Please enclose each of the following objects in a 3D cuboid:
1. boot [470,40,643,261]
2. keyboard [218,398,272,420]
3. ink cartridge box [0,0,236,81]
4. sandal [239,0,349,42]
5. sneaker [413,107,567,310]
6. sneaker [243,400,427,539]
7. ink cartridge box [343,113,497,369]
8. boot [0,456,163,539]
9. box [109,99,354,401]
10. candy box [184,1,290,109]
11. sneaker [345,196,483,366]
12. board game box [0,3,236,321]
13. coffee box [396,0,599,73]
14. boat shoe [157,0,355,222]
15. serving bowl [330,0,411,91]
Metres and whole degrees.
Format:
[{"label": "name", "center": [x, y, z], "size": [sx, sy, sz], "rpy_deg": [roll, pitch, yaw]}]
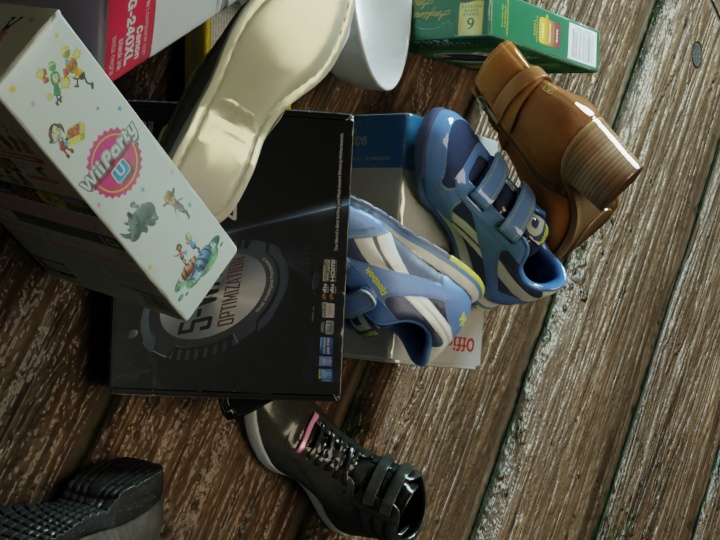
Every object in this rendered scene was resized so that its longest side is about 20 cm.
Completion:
[{"label": "boot", "center": [0.143, -0.092, 1.254], "size": [0.077, 0.155, 0.200], "rpy_deg": [-40, 168, -18]}, {"label": "keyboard", "center": [-0.104, 0.006, 1.102], "size": [0.104, 0.040, 0.200], "rpy_deg": [-15, 93, -57]}, {"label": "ink cartridge box", "center": [-0.148, -0.211, 0.918], "size": [0.200, 0.145, 0.084], "rpy_deg": [-43, 152, -44]}, {"label": "sandal", "center": [-0.075, -0.240, 1.050], "size": [0.059, 0.079, 0.207], "rpy_deg": [-30, 102, -50]}, {"label": "sneaker", "center": [0.107, -0.052, 1.209], "size": [0.074, 0.082, 0.200], "rpy_deg": [-58, 133, -33]}, {"label": "sneaker", "center": [-0.012, 0.151, 1.189], "size": [0.200, 0.099, 0.071], "rpy_deg": [55, 52, -39]}, {"label": "ink cartridge box", "center": [0.040, -0.021, 1.259], "size": [0.145, 0.084, 0.201], "rpy_deg": [10, 84, -55]}, {"label": "boot", "center": [-0.193, 0.214, 0.973], "size": [0.200, 0.070, 0.132], "rpy_deg": [-19, 113, -48]}, {"label": "box", "center": [-0.089, -0.013, 1.032], "size": [0.044, 0.160, 0.201], "rpy_deg": [-174, -93, -81]}, {"label": "candy box", "center": [-0.089, -0.184, 1.105], "size": [0.102, 0.026, 0.201], "rpy_deg": [8, 81, -53]}, {"label": "sneaker", "center": [0.000, 0.000, 1.117], "size": [0.200, 0.074, 0.082], "rpy_deg": [31, 78, -20]}, {"label": "board game box", "center": [-0.183, -0.067, 0.888], "size": [0.064, 0.147, 0.200], "rpy_deg": [-56, 135, -21]}, {"label": "coffee box", "center": [0.115, -0.208, 1.319], "size": [0.200, 0.123, 0.044], "rpy_deg": [4, 90, -53]}, {"label": "boat shoe", "center": [-0.075, -0.122, 0.976], "size": [0.072, 0.060, 0.202], "rpy_deg": [33, 88, -26]}, {"label": "serving bowl", "center": [-0.012, -0.239, 1.164], "size": [0.200, 0.066, 0.201], "rpy_deg": [-2, 90, -75]}]
